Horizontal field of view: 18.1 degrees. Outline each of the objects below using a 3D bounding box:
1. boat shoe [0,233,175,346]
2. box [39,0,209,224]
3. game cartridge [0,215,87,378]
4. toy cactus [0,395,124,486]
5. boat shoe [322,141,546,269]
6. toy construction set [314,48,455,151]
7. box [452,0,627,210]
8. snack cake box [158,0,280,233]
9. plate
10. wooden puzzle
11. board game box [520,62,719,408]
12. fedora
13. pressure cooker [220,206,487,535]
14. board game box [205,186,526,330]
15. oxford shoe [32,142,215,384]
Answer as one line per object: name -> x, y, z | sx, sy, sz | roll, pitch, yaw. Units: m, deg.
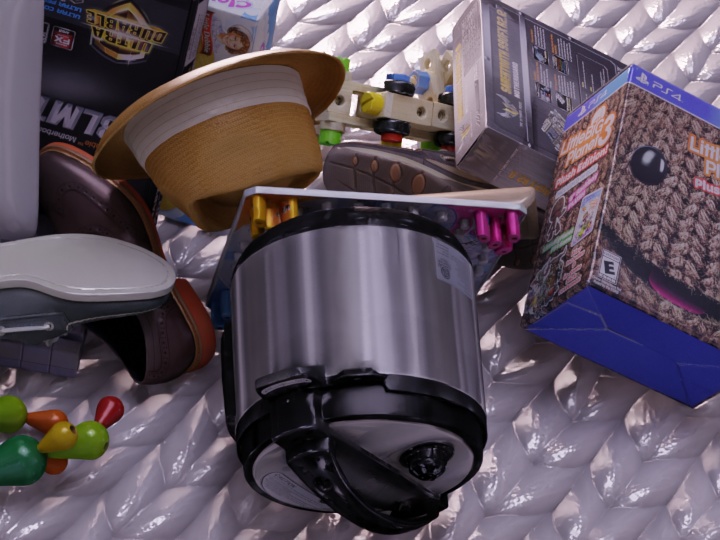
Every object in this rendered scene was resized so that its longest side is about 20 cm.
boat shoe -> -0.229, 0.019, 1.584 | 0.200, 0.062, 0.073 | -1, 35, -5
box -> -0.229, -0.141, 1.685 | 0.200, 0.199, 0.050 | 18, 17, 6
game cartridge -> -0.258, -0.002, 1.690 | 0.130, 0.038, 0.200 | 7, 39, -1
toy cactus -> -0.268, 0.114, 1.510 | 0.200, 0.102, 0.165 | 18, 48, -7
boat shoe -> 0.066, -0.058, 1.828 | 0.200, 0.075, 0.073 | 20, 28, -5
toy construction set -> 0.019, -0.135, 1.887 | 0.200, 0.092, 0.131 | -9, 6, -35
box -> 0.154, -0.126, 1.849 | 0.158, 0.048, 0.200 | 24, 36, -18
snack cake box -> -0.137, -0.140, 1.756 | 0.115, 0.200, 0.067 | 18, 36, 7
plate -> -0.326, -0.128, 1.660 | 0.199, 0.200, 0.032 | 7, 11, 22
wooden puzzle -> 0.041, -0.030, 1.695 | 0.185, 0.037, 0.200 | -4, -5, 5
board game box -> 0.228, -0.025, 1.713 | 0.159, 0.097, 0.200 | 25, 59, -17
fedora -> -0.089, -0.082, 1.591 | 0.200, 0.201, 0.082 | -15, 73, -31
pressure cooker -> -0.002, 0.078, 1.531 | 0.176, 0.179, 0.200 | 4, 60, -16
board game box -> 0.000, 0.000, 1.638 | 0.200, 0.200, 0.026 | 3, 64, -11
oxford shoe -> -0.185, -0.006, 1.635 | 0.073, 0.071, 0.200 | -25, 74, -48
